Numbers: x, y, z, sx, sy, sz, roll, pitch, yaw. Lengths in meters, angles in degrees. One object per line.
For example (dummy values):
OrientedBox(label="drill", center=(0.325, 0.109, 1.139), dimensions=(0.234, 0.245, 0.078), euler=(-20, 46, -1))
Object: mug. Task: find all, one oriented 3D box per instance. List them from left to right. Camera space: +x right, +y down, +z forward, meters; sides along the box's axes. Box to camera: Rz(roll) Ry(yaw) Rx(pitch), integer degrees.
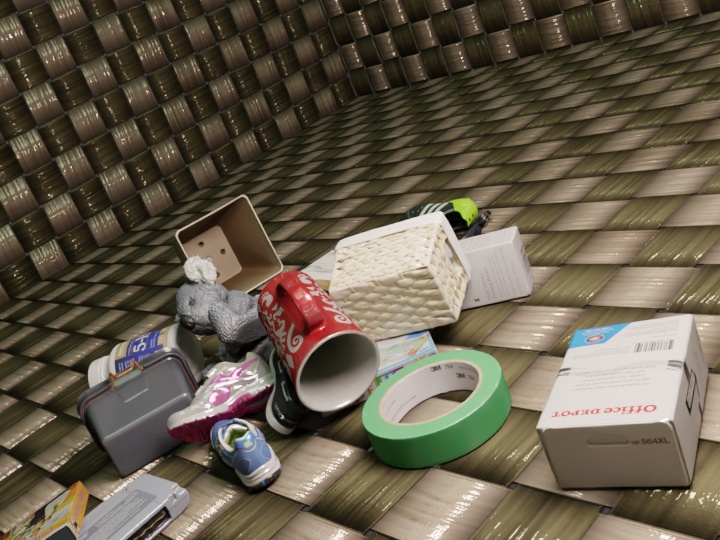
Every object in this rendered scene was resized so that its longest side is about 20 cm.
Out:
OrientedBox(label="mug", center=(-0.069, 0.076, 1.251), dimensions=(0.131, 0.181, 0.200), euler=(-5, 30, -26))

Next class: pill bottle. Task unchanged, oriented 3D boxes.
OrientedBox(label="pill bottle", center=(-0.407, 0.184, 1.595), dimensions=(0.196, 0.122, 0.120), euler=(-19, 19, 13))

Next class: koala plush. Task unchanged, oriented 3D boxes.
OrientedBox(label="koala plush", center=(-0.252, 0.083, 1.511), dimensions=(0.198, 0.180, 0.183), euler=(29, 37, 23))

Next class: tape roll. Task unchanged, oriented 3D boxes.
OrientedBox(label="tape roll", center=(0.099, 0.180, 1.121), dimensions=(0.197, 0.049, 0.201), euler=(-20, 19, 7))

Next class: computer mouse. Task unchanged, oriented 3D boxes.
OrientedBox(label="computer mouse", center=(0.230, -0.075, 1.686), dimensions=(0.058, 0.034, 0.200), euler=(-41, 1, 34))

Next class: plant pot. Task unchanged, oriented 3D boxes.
OrientedBox(label="plant pot", center=(-0.336, -0.034, 2.013), dimensions=(0.198, 0.203, 0.176), euler=(-32, 10, -27))

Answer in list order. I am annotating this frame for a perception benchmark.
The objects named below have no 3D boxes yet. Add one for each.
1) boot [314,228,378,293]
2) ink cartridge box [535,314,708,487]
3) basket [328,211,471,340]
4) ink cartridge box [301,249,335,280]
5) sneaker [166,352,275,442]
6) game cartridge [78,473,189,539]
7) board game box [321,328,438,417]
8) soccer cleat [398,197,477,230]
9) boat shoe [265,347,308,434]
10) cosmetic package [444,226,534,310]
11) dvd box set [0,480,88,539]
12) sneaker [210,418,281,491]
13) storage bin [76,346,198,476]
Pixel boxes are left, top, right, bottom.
OrientedBox(label="boot", center=(0.000, 0.000, 1.547), dimensions=(0.172, 0.067, 0.202), euler=(18, 48, 2))
OrientedBox(label="ink cartridge box", center=(0.294, 0.142, 0.931), dimensions=(0.144, 0.086, 0.200), euler=(-11, 23, 33))
OrientedBox(label="basket", center=(0.060, 0.016, 1.335), dimensions=(0.197, 0.137, 0.124), euler=(-16, 34, 25))
OrientedBox(label="ink cartridge box", center=(-0.068, 0.042, 1.629), dimensions=(0.199, 0.085, 0.144), euler=(-35, 22, -33))
OrientedBox(label="sneaker", center=(-0.223, 0.200, 1.349), dimensions=(0.197, 0.082, 0.089), euler=(-25, 60, -24))
OrientedBox(label="game cartridge", center=(-0.345, 0.364, 1.172), dimensions=(0.132, 0.041, 0.199), euler=(3, 32, 46))
OrientedBox(label="board game box", center=(0.023, 0.147, 1.319), dimensions=(0.197, 0.035, 0.135), euler=(-23, 19, 3))
OrientedBox(label="soccer cleat", center=(0.154, -0.104, 1.784), dimensions=(0.197, 0.068, 0.081), euler=(-13, 27, 36))
OrientedBox(label="boat shoe", center=(-0.102, 0.166, 1.316), dimensions=(0.060, 0.075, 0.202), euler=(-47, 26, 26))
OrientedBox(label="cosmetic package", center=(0.181, 0.005, 1.413), dimensions=(0.197, 0.103, 0.074), euler=(-16, 18, 25))
OrientedBox(label="dvd box set", center=(-0.458, 0.379, 1.192), dimensions=(0.145, 0.030, 0.200), euler=(-36, 10, -9))
OrientedBox(label="sneaker", center=(-0.174, 0.244, 1.224), dimensions=(0.075, 0.078, 0.199), euler=(-32, 19, -22))
OrientedBox(label="storage bin", center=(-0.356, 0.234, 1.397), dimensions=(0.198, 0.148, 0.134), euler=(-29, 29, -16))
